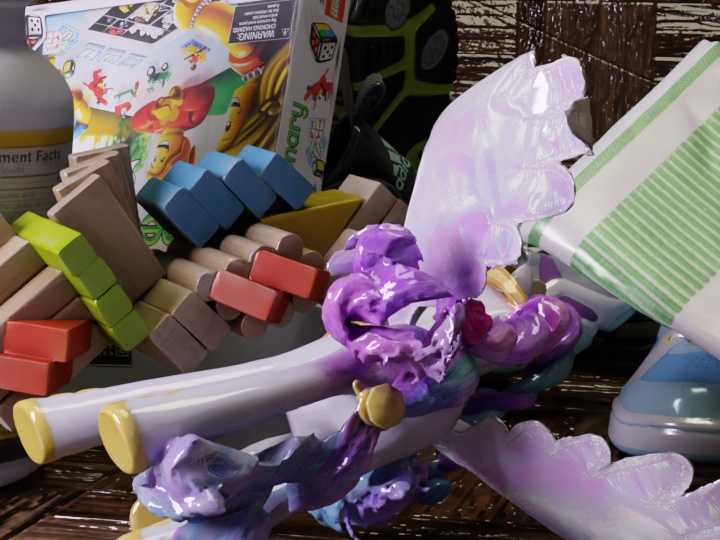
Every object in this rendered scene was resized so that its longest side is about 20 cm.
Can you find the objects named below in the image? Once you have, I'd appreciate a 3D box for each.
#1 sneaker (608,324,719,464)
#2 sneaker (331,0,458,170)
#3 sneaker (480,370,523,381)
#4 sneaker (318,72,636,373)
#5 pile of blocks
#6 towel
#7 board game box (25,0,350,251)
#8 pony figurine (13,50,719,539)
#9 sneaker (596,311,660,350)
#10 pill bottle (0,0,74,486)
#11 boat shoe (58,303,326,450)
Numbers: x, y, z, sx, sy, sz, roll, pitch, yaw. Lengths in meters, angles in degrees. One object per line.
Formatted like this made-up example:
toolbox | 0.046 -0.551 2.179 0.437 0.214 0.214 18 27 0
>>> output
sneaker | 0.151 0.006 0.818 0.079 0.131 0.200 4 9 15
sneaker | 0.002 -0.092 0.929 0.076 0.075 0.200 34 -19 24
sneaker | 0.000 0.000 0.983 0.067 0.090 0.200 -9 12 -41
sneaker | 0.030 -0.024 0.860 0.200 0.140 0.078 -14 25 -6
pile of blocks | -0.059 -0.004 0.687 0.200 0.082 0.062 -19 21 -29
towel | 0.181 -0.004 0.772 0.200 0.023 0.153 34 52 20
board game box | -0.097 -0.059 0.855 0.200 0.126 0.035 0 -13 40
pony figurine | 0.012 0.034 0.607 0.200 0.167 0.193 -20 5 -23
sneaker | 0.126 0.007 1.035 0.082 0.074 0.200 28 -13 -20
pill bottle | -0.164 -0.025 0.719 0.112 0.200 0.112 4 9 -1
boat shoe | -0.075 0.033 0.807 0.200 0.071 0.064 7 5 25
